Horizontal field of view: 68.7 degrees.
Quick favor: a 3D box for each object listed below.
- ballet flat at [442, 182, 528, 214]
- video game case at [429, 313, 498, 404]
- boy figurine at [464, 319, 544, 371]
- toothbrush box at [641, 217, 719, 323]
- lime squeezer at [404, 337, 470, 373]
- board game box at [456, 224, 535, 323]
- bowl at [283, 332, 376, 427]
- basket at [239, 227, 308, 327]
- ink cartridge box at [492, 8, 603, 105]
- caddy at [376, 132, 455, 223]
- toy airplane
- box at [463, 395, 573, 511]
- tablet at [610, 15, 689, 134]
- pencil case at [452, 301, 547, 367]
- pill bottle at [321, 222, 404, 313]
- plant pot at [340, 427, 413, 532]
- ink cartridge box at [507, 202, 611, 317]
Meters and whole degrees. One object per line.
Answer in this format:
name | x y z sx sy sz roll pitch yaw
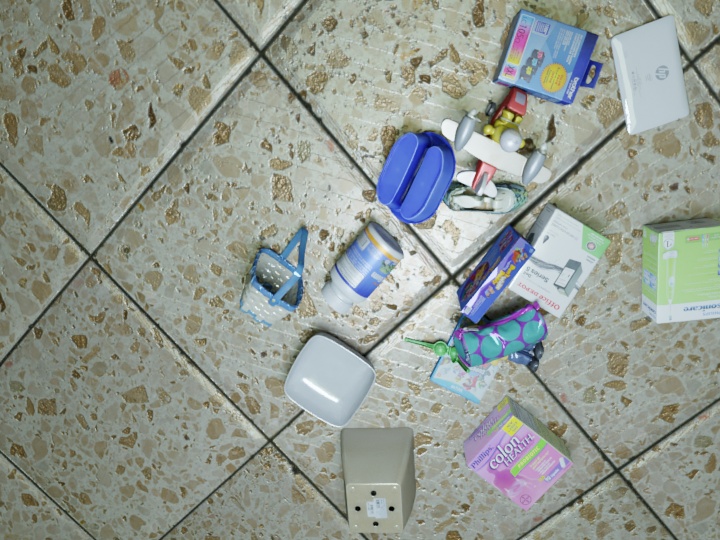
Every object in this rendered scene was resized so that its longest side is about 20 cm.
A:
ballet flat | 0.276 -0.154 1.167 0.192 0.074 0.077 0 106 6
video game case | 0.274 0.214 1.295 0.140 0.018 0.205 24 107 -2
boy figurine | 0.327 0.167 1.236 0.194 0.065 0.128 17 109 -2
toothbrush box | 0.707 0.000 1.157 0.140 0.086 0.207 -7 104 7
lime squeezer | 0.196 0.200 1.261 0.197 0.069 0.039 23 124 44
board game box | 0.296 0.005 1.174 0.044 0.135 0.202 34 107 -5
bowl | -0.075 0.264 1.316 0.197 0.075 0.203 31 106 -4
basket | -0.185 0.012 1.212 0.137 0.179 0.201 30 121 -18
ink cartridge box | 0.388 -0.427 1.077 0.194 0.077 0.141 17 107 -1
caddy | 0.123 -0.203 1.153 0.140 0.104 0.204 33 108 21
toy airplane | 0.279 -0.247 1.073 0.195 0.141 0.205 -22 99 -4
box | 0.388 0.453 1.310 0.198 0.097 0.177 37 106 -5
tablet | 0.602 -0.402 1.094 0.126 0.014 0.206 -16 104 10
pencil case | 0.307 0.142 1.162 0.194 0.085 0.095 -20 115 -4
pill bottle | 0.000 0.000 1.215 0.111 0.112 0.201 39 106 -6
plant pot | 0.040 0.538 1.327 0.192 0.178 0.207 -2 106 7
ink cartridge box | 0.432 -0.022 1.179 0.142 0.084 0.204 27 106 -3
